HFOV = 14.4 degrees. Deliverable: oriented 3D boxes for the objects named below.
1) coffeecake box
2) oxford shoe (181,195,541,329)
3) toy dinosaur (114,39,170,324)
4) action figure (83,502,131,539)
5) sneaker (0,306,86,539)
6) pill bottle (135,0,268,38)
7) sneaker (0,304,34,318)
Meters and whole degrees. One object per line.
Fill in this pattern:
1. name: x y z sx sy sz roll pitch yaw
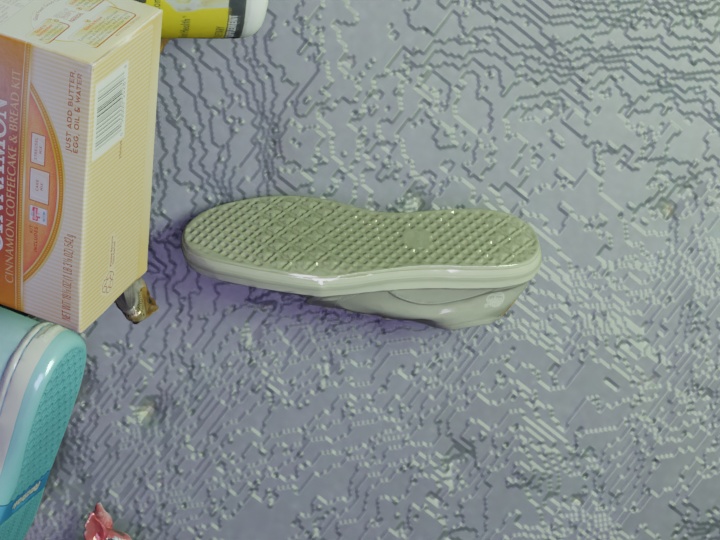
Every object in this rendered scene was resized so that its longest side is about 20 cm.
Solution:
1. coffeecake box: -0.206 -0.078 1.426 0.199 0.073 0.154 18 124 19
2. oxford shoe: 0.000 0.000 1.569 0.199 0.075 0.058 3 133 -7
3. toy dinosaur: -0.130 -0.072 1.515 0.106 0.060 0.201 28 65 -52
4. action figure: -0.149 0.230 1.576 0.148 0.134 0.201 -5 85 35
5. sneaker: -0.237 0.094 1.546 0.130 0.080 0.201 28 110 11
6. pill bottle: -0.150 -0.178 1.495 0.199 0.112 0.113 -1 98 -8
7. sneaker: -0.225 -0.056 1.523 0.088 0.076 0.200 -41 101 4
